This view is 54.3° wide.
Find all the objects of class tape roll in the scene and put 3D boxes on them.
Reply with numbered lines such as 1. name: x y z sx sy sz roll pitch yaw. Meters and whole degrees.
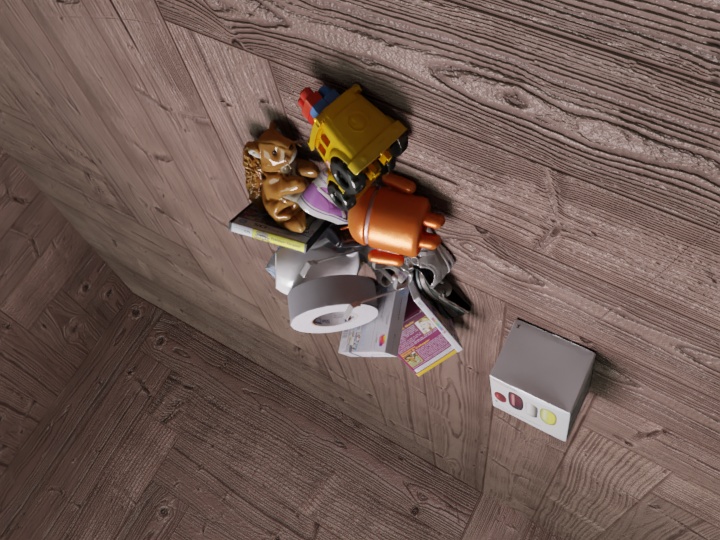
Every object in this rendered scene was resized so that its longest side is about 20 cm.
1. tape roll: -0.060 0.076 1.532 0.194 0.068 0.201 -9 160 -3

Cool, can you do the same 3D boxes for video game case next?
1. video game case: 0.163 0.081 1.611 0.200 0.018 0.145 48 -164 -34
2. video game case: -0.166 -0.111 1.534 0.176 0.201 0.026 16 119 10

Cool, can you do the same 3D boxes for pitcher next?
1. pitcher: -0.092 -0.023 1.565 0.194 0.122 0.175 -1 124 -9

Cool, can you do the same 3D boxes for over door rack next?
1. over door rack: 0.000 0.000 1.427 0.147 0.198 0.068 42 134 24

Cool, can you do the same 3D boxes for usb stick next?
1. usb stick: 0.005 -0.074 1.434 0.056 0.198 0.033 50 122 23

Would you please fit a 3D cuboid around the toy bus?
1. toy bus: -0.033 -0.225 1.211 0.192 0.136 0.200 45 162 3

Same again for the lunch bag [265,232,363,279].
1. lunch bag: -0.109 -0.017 1.703 0.198 0.172 0.127 33 164 -7

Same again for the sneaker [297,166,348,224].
1. sneaker: -0.032 -0.156 1.423 0.073 0.115 0.199 45 -162 22

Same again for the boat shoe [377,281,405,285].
1. boat shoe: 0.077 0.051 1.712 0.074 0.075 0.201 23 157 25

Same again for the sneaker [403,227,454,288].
1. sneaker: 0.114 -0.044 1.435 0.199 0.083 0.074 42 157 -23

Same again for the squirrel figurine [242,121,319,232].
1. squirrel figurine: -0.182 -0.205 1.451 0.196 0.143 0.189 14 147 35

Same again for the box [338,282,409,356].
1. box: 0.028 0.116 1.612 0.040 0.160 0.198 19 164 -28

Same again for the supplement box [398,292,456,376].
1. supplement box: 0.133 0.142 1.695 0.200 0.129 0.104 48 -164 -41

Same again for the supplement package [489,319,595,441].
1. supplement package: 0.402 0.247 1.562 0.188 0.149 0.201 23 158 24

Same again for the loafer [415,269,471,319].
1. loafer: 0.188 0.042 1.564 0.061 0.074 0.200 -6 148 30

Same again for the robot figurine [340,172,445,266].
1. robot figurine: 0.060 -0.096 1.332 0.195 0.118 0.146 14 141 13

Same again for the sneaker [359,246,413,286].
1. sneaker: 0.042 -0.020 1.573 0.198 0.101 0.075 9 152 50
